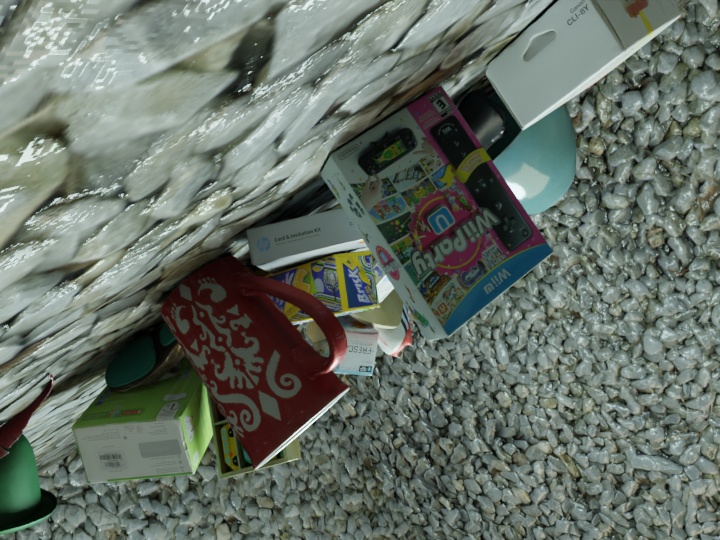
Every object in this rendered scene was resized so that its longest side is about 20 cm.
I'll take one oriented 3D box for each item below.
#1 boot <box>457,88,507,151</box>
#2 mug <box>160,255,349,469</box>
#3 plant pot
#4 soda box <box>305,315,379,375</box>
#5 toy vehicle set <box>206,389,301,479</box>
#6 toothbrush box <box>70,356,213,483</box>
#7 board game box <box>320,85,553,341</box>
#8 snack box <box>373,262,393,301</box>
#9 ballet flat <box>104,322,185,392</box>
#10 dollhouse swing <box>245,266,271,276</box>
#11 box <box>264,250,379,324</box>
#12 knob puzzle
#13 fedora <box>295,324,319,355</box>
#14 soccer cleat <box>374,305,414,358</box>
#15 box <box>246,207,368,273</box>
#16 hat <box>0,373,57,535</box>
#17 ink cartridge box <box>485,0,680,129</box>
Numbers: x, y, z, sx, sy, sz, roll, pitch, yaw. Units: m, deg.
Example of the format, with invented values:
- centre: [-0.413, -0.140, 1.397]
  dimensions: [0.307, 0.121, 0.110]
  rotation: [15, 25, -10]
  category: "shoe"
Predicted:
- centre: [0.092, -0.149, 0.743]
  dimensions: [0.169, 0.077, 0.199]
  rotation: [-49, 159, 16]
  category: "boot"
- centre: [-0.107, 0.081, 0.688]
  dimensions: [0.177, 0.201, 0.133]
  rotation: [-41, 170, 4]
  category: "mug"
- centre: [0.227, -0.159, 0.874]
  dimensions: [0.200, 0.134, 0.201]
  rotation: [-45, -160, 21]
  category: "plant pot"
- centre: [-0.034, 0.098, 0.968]
  dimensions: [0.062, 0.070, 0.200]
  rotation: [7, -171, -18]
  category: "soda box"
- centre: [-0.147, 0.152, 0.791]
  dimensions: [0.123, 0.205, 0.026]
  rotation: [-24, 160, 31]
  category: "toy vehicle set"
- centre: [-0.273, 0.187, 0.843]
  dimensions: [0.142, 0.088, 0.201]
  rotation: [-7, -160, 5]
  category: "toothbrush box"
- centre: [0.075, -0.057, 0.614]
  dimensions: [0.146, 0.202, 0.064]
  rotation: [-34, 179, -18]
  category: "board game box"
- centre: [0.058, -0.020, 0.829]
  dimensions: [0.071, 0.024, 0.201]
  rotation: [-14, 151, -52]
  category: "snack box"
- centre: [-0.248, 0.105, 0.808]
  dimensions: [0.198, 0.069, 0.067]
  rotation: [-35, 140, 18]
  category: "ballet flat"
- centre: [-0.137, 0.071, 0.971]
  dimensions: [0.172, 0.186, 0.200]
  rotation: [-14, 173, -15]
  category: "dollhouse swing"
- centre: [-0.065, 0.029, 0.791]
  dimensions: [0.063, 0.072, 0.198]
  rotation: [-5, 173, -40]
  category: "box"
- centre: [0.000, 0.000, 0.932]
  dimensions: [0.030, 0.223, 0.219]
  rotation: [-26, -175, 37]
  category: "knob puzzle"
- centre: [-0.116, 0.165, 0.932]
  dimensions: [0.203, 0.081, 0.201]
  rotation: [-56, -176, 6]
  category: "fedora"
- centre: [0.046, 0.059, 1.018]
  dimensions: [0.069, 0.085, 0.202]
  rotation: [-42, -159, 25]
  category: "soccer cleat"
- centre: [-0.047, -0.035, 0.735]
  dimensions: [0.152, 0.042, 0.200]
  rotation: [-13, 179, -3]
  category: "box"
- centre: [-0.427, 0.193, 0.713]
  dimensions: [0.195, 0.181, 0.166]
  rotation: [3, 179, -3]
  category: "hat"
- centre: [0.254, -0.258, 0.702]
  dimensions: [0.199, 0.084, 0.145]
  rotation: [-35, 179, -41]
  category: "ink cartridge box"
